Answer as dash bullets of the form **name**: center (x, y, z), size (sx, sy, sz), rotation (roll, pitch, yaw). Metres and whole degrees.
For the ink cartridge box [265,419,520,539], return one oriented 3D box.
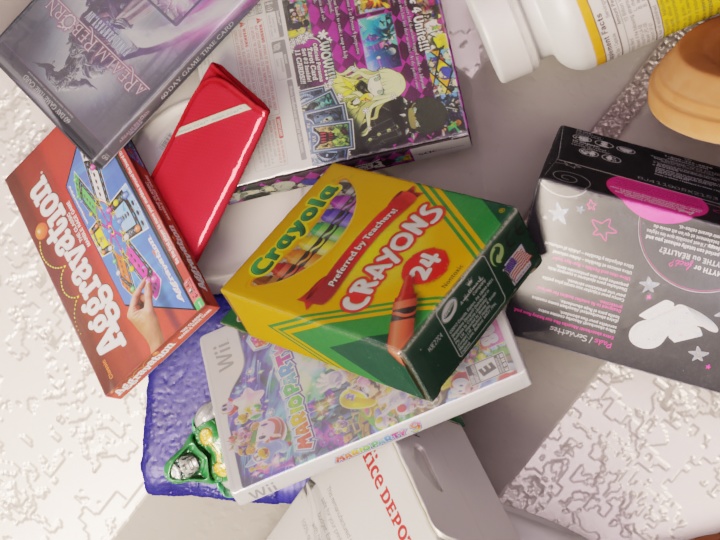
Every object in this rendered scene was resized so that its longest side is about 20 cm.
- **ink cartridge box**: center (0.006, 0.204, 1.126), size (0.083, 0.147, 0.200), rotation (21, 116, -31)

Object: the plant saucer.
- **plant saucer**: center (0.286, -0.134, 1.131), size (0.199, 0.200, 0.038), rotation (-8, 116, 6)

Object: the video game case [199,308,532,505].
- **video game case**: center (-0.002, 0.058, 1.124), size (0.199, 0.018, 0.143), rotation (-23, 44, 5)

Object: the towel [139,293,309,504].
- **towel**: center (-0.052, 0.093, 1.230), size (0.199, 0.050, 0.148), rotation (3, 83, 5)

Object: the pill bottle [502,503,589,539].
- **pill bottle**: center (0.081, 0.260, 1.166), size (0.112, 0.112, 0.201), rotation (20, 89, 8)

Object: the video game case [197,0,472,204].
- **video game case**: center (-0.028, -0.162, 1.230), size (0.181, 0.036, 0.201), rotation (-13, 73, 6)

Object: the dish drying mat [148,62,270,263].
- **dish drying mat**: center (-0.128, -0.041, 1.207), size (0.077, 0.018, 0.200), rotation (42, 109, 36)

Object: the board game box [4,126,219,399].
- **board game box**: center (-0.177, -0.021, 1.215), size (0.103, 0.019, 0.200), rotation (-43, 60, 21)

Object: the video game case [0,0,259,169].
- **video game case**: center (-0.158, -0.187, 1.235), size (0.200, 0.019, 0.143), rotation (-46, 61, 0)

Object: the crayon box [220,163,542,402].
- **crayon box**: center (0.000, 0.000, 1.119), size (0.200, 0.051, 0.127), rotation (16, 57, 43)

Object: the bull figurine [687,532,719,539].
- **bull figurine**: center (0.247, 0.214, 1.160), size (0.199, 0.122, 0.065), rotation (-18, 126, 13)

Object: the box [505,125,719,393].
- **box**: center (0.207, -0.003, 1.149), size (0.199, 0.132, 0.115), rotation (16, 113, 7)

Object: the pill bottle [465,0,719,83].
- **pill bottle**: center (0.173, -0.205, 1.188), size (0.199, 0.113, 0.113), rotation (-23, 84, 5)

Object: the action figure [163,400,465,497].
- **action figure**: center (-0.044, 0.097, 1.179), size (0.199, 0.055, 0.118), rotation (-27, 84, 5)

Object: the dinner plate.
- **dinner plate**: center (-0.105, -0.059, 1.257), size (0.199, 0.024, 0.201), rotation (-1, 85, 7)
